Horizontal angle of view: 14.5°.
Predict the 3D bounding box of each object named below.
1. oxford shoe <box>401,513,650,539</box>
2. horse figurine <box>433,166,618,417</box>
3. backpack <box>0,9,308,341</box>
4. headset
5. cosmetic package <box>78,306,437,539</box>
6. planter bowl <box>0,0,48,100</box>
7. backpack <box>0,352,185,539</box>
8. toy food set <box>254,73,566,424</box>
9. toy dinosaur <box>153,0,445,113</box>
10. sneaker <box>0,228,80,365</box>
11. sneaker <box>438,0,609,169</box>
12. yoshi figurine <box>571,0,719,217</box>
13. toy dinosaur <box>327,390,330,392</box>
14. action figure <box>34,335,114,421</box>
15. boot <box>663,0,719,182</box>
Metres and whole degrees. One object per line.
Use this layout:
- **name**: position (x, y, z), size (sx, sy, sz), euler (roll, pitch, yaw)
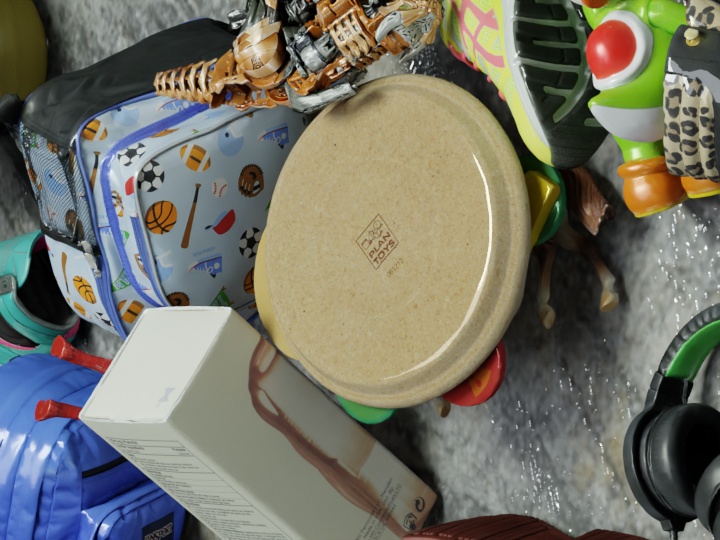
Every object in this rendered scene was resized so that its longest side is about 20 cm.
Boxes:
- **oxford shoe**: position (0.097, 0.189, 1.664), size (0.199, 0.070, 0.075), euler (7, 106, 52)
- **horse figurine**: position (0.073, -0.008, 1.658), size (0.200, 0.050, 0.133), euler (-36, 62, 30)
- **backpack**: position (-0.116, -0.044, 1.816), size (0.154, 0.199, 0.191), euler (38, 142, 46)
- **headset**: position (0.204, 0.118, 1.535), size (0.123, 0.094, 0.201), euler (24, 99, 52)
- **cosmetic package**: position (-0.061, 0.115, 1.743), size (0.103, 0.200, 0.088), euler (1, 54, 52)
- **planter bowl**: position (-0.288, -0.159, 2.085), size (0.200, 0.083, 0.202), euler (10, 103, 50)
- **backpack**: position (-0.208, 0.165, 1.978), size (0.167, 0.162, 0.201), euler (13, 107, 20)
- **toy food set**: position (0.023, -0.012, 1.636), size (0.198, 0.049, 0.201), euler (37, 107, 35)
- **toy dinosaur**: position (-0.041, -0.146, 1.666), size (0.199, 0.102, 0.136), euler (-5, 56, 15)
- **sneaker**: position (-0.276, -0.008, 2.044), size (0.200, 0.084, 0.121), euler (42, 135, -16)
- **sneaker**: position (0.089, -0.136, 1.628), size (0.090, 0.078, 0.201), euler (-47, 48, 44)
- **yoshi figurine**: position (0.163, -0.139, 1.537), size (0.112, 0.112, 0.201), euler (-86, -24, -85)
- **toy dinosaur**: position (0.000, 0.000, 1.765), size (0.200, 0.060, 0.107), euler (-30, 73, 49)
- **action figure**: position (-0.115, 0.093, 1.838), size (0.099, 0.199, 0.066), euler (-177, 103, -71)
- **boot**: position (0.233, -0.117, 1.413), size (0.150, 0.073, 0.201), euler (15, 115, 27)
